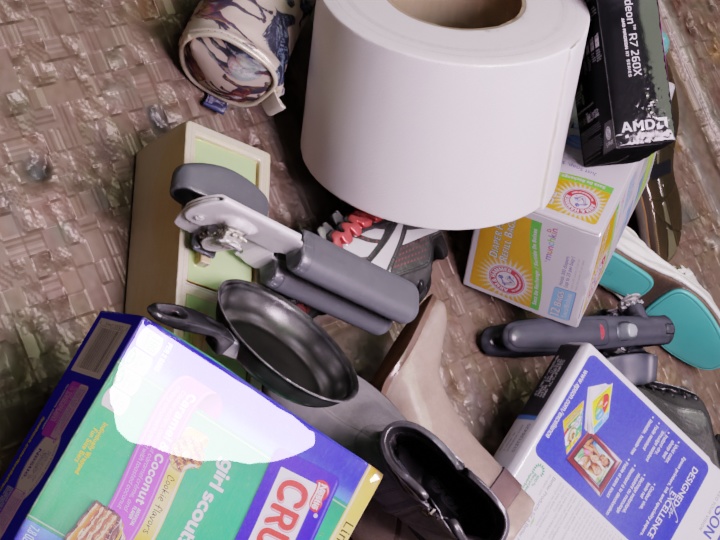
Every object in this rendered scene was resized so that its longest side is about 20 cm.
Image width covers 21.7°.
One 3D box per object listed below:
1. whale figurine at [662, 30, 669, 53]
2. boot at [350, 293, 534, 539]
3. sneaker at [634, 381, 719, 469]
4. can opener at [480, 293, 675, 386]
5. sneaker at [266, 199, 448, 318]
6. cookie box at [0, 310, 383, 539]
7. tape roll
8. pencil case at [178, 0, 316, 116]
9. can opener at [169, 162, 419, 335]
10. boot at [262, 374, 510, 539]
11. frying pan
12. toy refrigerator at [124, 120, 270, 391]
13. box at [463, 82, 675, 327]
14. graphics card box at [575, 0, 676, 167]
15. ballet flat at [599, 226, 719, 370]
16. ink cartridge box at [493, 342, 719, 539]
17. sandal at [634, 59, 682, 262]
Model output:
[{"bbox_3d":[0.158,-0.226,1.508,0.200,0.104,0.159,40,68,8],"label":"whale figurine"},{"bbox_3d":[0.062,0.135,1.359,0.146,0.070,0.201,32,70,-2],"label":"boot"},{"bbox_3d":[0.238,0.122,1.555,0.200,0.066,0.091,42,54,-27],"label":"sneaker"},{"bbox_3d":[0.183,0.056,1.538,0.199,0.063,0.079,6,68,-42],"label":"can opener"},{"bbox_3d":[0.000,0.000,1.386,0.098,0.071,0.200,55,43,-6],"label":"sneaker"},{"bbox_3d":[-0.112,0.148,1.169,0.200,0.075,0.172,35,77,-26],"label":"cookie box"},{"bbox_3d":[0.060,-0.142,1.389,0.201,0.140,0.203,5,34,-3],"label":"tape roll"},{"bbox_3d":[-0.066,-0.208,1.413,0.089,0.078,0.201,48,46,-28],"label":"pencil case"},{"bbox_3d":[-0.041,-0.015,1.273,0.200,0.053,0.067,30,53,-34],"label":"can opener"},{"bbox_3d":[0.018,0.115,1.251,0.200,0.132,0.070,36,78,7],"label":"boot"},{"bbox_3d":[-0.062,0.055,1.189,0.115,0.031,0.190,42,19,9],"label":"frying pan"},{"bbox_3d":[-0.110,0.006,1.282,0.076,0.070,0.201,21,59,-36],"label":"toy refrigerator"},{"bbox_3d":[0.170,-0.070,1.523,0.101,0.113,0.200,21,47,12],"label":"box"},{"bbox_3d":[0.188,-0.183,1.404,0.051,0.125,0.201,-6,86,-5],"label":"graphics card box"},{"bbox_3d":[0.254,0.008,1.630,0.200,0.069,0.070,36,50,-21],"label":"ballet flat"},{"bbox_3d":[0.181,0.193,1.447,0.200,0.047,0.198,43,68,-24],"label":"ink cartridge box"},{"bbox_3d":[0.248,-0.105,1.675,0.082,0.054,0.201,-18,104,-53],"label":"sandal"}]
